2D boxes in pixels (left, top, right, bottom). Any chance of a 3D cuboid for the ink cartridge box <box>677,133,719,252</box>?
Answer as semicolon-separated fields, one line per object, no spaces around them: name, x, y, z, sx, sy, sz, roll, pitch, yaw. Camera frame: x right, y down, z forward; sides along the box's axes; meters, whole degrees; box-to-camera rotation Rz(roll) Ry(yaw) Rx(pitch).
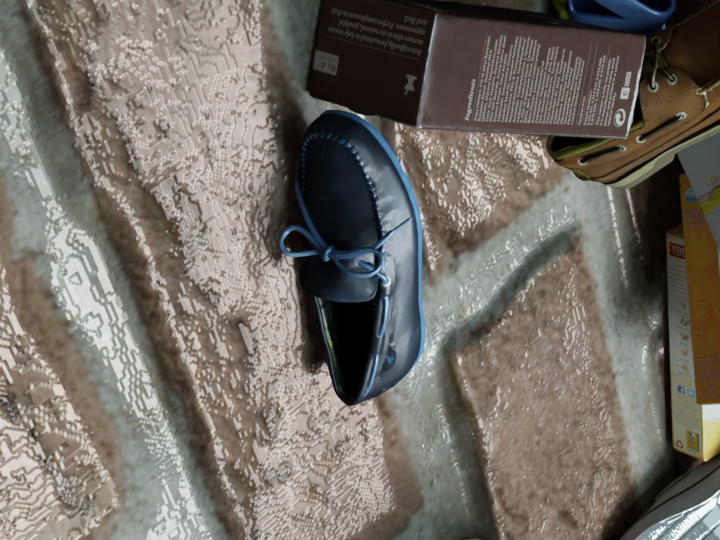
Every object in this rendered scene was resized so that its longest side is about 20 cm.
ink cartridge box;0.328;-0.098;1.237;0.144;0.145;0.201;-17;81;-39

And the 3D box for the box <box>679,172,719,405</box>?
box;0.303;0.002;1.318;0.119;0.041;0.201;2;80;-35

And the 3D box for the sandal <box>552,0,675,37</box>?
sandal;0.175;-0.180;1.164;0.080;0.087;0.200;-49;134;-21

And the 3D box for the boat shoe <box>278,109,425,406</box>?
boat shoe;0.000;0.000;1.064;0.069;0.084;0.201;-44;129;-38

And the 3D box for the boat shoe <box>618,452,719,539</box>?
boat shoe;0.279;0.205;1.418;0.200;0.067;0.074;-34;101;-1

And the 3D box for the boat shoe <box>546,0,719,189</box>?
boat shoe;0.203;-0.121;1.136;0.068;0.072;0.200;13;138;-33

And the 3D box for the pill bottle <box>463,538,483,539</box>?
pill bottle;0.136;0.271;1.217;0.114;0.200;0.114;-19;119;-38

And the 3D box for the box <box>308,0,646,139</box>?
box;0.076;-0.128;1.078;0.200;0.100;0.075;-4;108;-44

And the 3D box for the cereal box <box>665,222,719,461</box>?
cereal box;0.308;0.037;1.406;0.144;0.039;0.201;-27;123;-35
